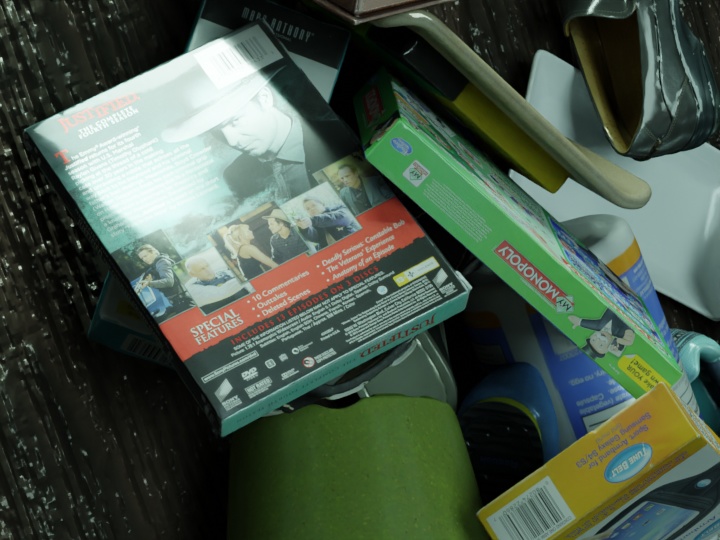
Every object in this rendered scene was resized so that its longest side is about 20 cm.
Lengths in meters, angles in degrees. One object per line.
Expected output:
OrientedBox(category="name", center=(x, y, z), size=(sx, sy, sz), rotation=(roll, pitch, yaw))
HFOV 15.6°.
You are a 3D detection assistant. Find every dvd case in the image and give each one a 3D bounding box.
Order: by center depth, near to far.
OrientedBox(category="dvd case", center=(-0.059, -0.026, 1.318), size=(0.146, 0.022, 0.200), rotation=(-28, 64, -18))

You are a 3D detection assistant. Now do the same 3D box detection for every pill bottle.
OrientedBox(category="pill bottle", center=(0.138, 0.078, 1.535), size=(0.112, 0.112, 0.200), rotation=(-31, 106, -38))

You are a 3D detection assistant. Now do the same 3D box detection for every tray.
OrientedBox(category="tray", center=(0.162, -0.049, 1.626), size=(0.200, 0.022, 0.108), rotation=(26, 69, -35))

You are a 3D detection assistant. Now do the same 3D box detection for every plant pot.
OrientedBox(category="plant pot", center=(0.003, 0.169, 1.380), size=(0.200, 0.200, 0.190), rotation=(6, 70, -39))

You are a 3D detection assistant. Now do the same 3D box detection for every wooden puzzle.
OrientedBox(category="wooden puzzle", center=(0.047, -0.104, 1.443), size=(0.200, 0.185, 0.037), rotation=(34, 91, -31))

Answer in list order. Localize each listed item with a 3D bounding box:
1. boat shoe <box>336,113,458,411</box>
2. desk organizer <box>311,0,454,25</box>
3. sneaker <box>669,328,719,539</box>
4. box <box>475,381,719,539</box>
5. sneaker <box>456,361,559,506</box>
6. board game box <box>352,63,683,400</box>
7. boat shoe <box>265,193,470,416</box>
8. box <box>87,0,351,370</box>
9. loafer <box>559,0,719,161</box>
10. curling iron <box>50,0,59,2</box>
OrientedBox(category="boat shoe", center=(0.000, 0.000, 1.474), size=(0.062, 0.073, 0.200), rotation=(-55, 121, -80))
OrientedBox(category="desk organizer", center=(-0.038, -0.204, 1.352), size=(0.072, 0.200, 0.077), rotation=(-18, 128, -40))
OrientedBox(category="sneaker", center=(0.219, 0.123, 1.614), size=(0.078, 0.086, 0.200), rotation=(-43, 112, -34))
OrientedBox(category="box", center=(0.146, 0.129, 1.403), size=(0.042, 0.119, 0.200), rotation=(57, 8, 26))
OrientedBox(category="sneaker", center=(0.079, 0.147, 1.485), size=(0.078, 0.066, 0.200), rotation=(-53, 152, -65))
OrientedBox(category="board game box", center=(0.080, -0.020, 1.381), size=(0.200, 0.135, 0.029), rotation=(42, 101, -13))
OrientedBox(category="boat shoe", center=(0.009, 0.013, 1.373), size=(0.200, 0.060, 0.074), rotation=(-32, 106, -46))
OrientedBox(category="box", center=(-0.075, -0.047, 1.392), size=(0.082, 0.049, 0.200), rotation=(20, 71, -8))
OrientedBox(category="loafer", center=(0.152, -0.162, 1.583), size=(0.072, 0.073, 0.200), rotation=(-22, 86, -45))
OrientedBox(category="curling iron", center=(-0.074, -0.173, 1.405), size=(0.200, 0.050, 0.026), rotation=(-13, 112, -20))
